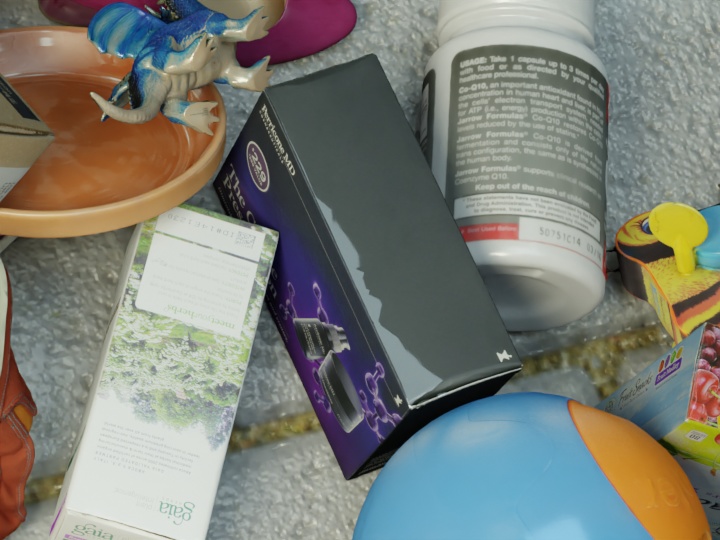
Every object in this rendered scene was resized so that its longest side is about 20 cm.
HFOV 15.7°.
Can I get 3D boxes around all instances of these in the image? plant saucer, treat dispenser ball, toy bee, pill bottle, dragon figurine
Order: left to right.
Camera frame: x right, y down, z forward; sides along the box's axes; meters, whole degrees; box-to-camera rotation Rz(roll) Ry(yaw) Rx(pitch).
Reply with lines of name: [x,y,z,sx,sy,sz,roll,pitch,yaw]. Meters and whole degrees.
plant saucer: [-0.176,-0.076,1.476,0.200,0.032,0.200,2,35,-1]
dragon figurine: [-0.116,-0.116,1.451,0.099,0.059,0.200,10,31,29]
pill bottle: [0.092,-0.075,1.565,0.114,0.114,0.200,10,66,-14]
treat dispenser ball: [0.093,0.167,1.417,0.201,0.201,0.201,7,67,-16]
toy bee: [0.194,0.006,1.583,0.109,0.200,0.131,-12,108,6]

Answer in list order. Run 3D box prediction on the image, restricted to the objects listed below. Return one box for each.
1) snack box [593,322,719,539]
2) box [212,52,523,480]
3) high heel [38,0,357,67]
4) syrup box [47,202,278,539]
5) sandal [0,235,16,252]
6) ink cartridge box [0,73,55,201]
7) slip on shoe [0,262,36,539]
snack box: [0.249,0.112,1.509,0.200,0.169,0.068,19,66,-12]
box: [0.000,0.000,1.489,0.079,0.141,0.200,-19,75,-24]
high heel: [-0.089,-0.170,1.554,0.200,0.096,0.067,0,69,-18]
syrup box: [-0.110,0.068,1.458,0.079,0.081,0.200,17,65,-8]
sandal: [-0.247,-0.008,1.461,0.082,0.050,0.203,33,61,-3]
ink cartridge box: [-0.286,-0.058,1.382,0.200,0.075,0.165,-46,74,15]
slip on shoe: [-0.203,0.066,1.373,0.074,0.200,0.061,29,40,33]
